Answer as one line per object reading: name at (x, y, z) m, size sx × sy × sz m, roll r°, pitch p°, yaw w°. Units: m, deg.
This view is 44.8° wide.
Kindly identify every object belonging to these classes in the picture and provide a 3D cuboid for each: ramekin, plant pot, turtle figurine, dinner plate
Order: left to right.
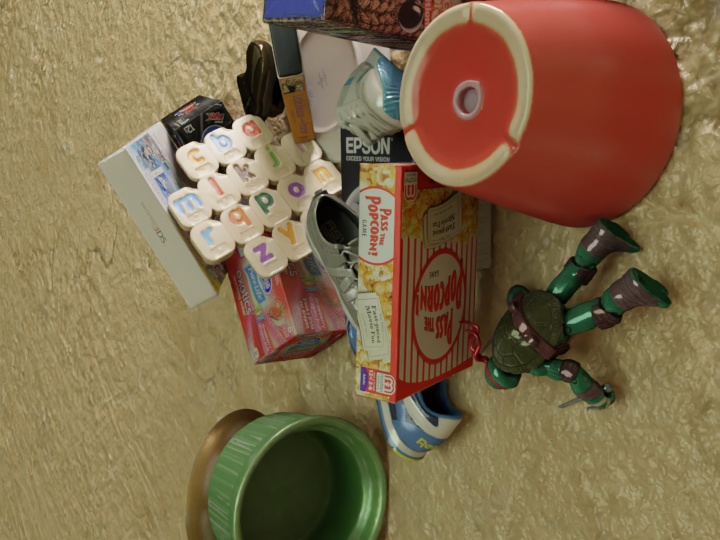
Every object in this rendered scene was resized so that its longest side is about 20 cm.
plant pot at (-0.137, 0.271, 1.059) m, size 0.027 × 0.199 × 0.203 m, roll 1°, pitch 92°, yaw 30°
ramekin at (-0.076, 0.257, 0.988) m, size 0.097 × 0.198 × 0.203 m, roll 5°, pitch 95°, yaw 55°
dinner plate at (-0.038, -0.232, 1.052) m, size 0.199 × 0.024 × 0.203 m, roll 3°, pitch 94°, yaw 49°
plant pot at (0.141, -0.138, 0.737) m, size 0.199 × 0.176 × 0.204 m, roll 3°, pitch 94°, yaw 47°
turtle figurine at (0.172, 0.056, 0.775) m, size 0.200 × 0.100 × 0.151 m, roll -50°, pitch 56°, yaw 30°

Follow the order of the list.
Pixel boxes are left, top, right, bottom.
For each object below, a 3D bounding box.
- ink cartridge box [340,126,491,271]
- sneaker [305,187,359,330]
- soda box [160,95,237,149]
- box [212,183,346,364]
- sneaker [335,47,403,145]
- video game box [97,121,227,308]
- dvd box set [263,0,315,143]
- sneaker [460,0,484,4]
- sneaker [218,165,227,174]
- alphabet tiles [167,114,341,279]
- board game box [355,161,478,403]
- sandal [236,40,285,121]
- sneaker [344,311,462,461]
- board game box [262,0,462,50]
ink cartridge box at (0.054, -0.109, 0.926) m, size 0.197 × 0.043 × 0.203 m, roll 9°, pitch 103°, yaw 48°
sneaker at (0.000, 0.000, 0.902) m, size 0.200 × 0.074 × 0.082 m, roll 48°, pitch 166°, yaw 23°
soda box at (-0.209, -0.183, 1.145) m, size 0.064 × 0.070 × 0.200 m, roll 59°, pitch 171°, yaw -21°
box at (-0.096, 0.001, 1.070) m, size 0.102 × 0.094 × 0.202 m, roll -35°, pitch 66°, yaw 43°
sneaker at (0.021, -0.159, 0.848) m, size 0.081 × 0.076 × 0.200 m, roll -51°, pitch 13°, yaw 12°
video game box at (-0.229, -0.073, 1.079) m, size 0.046 × 0.182 × 0.201 m, roll -28°, pitch 105°, yaw 7°
dvd box set at (-0.081, -0.243, 0.969) m, size 0.200 × 0.029 × 0.148 m, roll 88°, pitch 172°, yaw -79°
sneaker at (0.144, -0.295, 0.804) m, size 0.200 × 0.075 × 0.071 m, roll -44°, pitch 60°, yaw 39°
sneaker at (-0.179, -0.087, 1.201) m, size 0.088 × 0.077 × 0.202 m, roll 30°, pitch 115°, yaw 8°
alphabet tiles at (-0.119, -0.089, 1.019) m, size 0.196 × 0.199 × 0.015 m, roll 52°, pitch 155°, yaw 15°
board game box at (0.054, 0.003, 0.797) m, size 0.046 × 0.151 × 0.203 m, roll 7°, pitch 101°, yaw 33°
sandal at (-0.118, -0.228, 1.091) m, size 0.200 × 0.054 × 0.083 m, roll 131°, pitch 124°, yaw -70°
sneaker at (0.048, 0.096, 0.934) m, size 0.082 × 0.073 × 0.202 m, roll -36°, pitch 70°, yaw 36°
board game box at (0.016, -0.309, 0.854) m, size 0.096 × 0.198 × 0.162 m, roll 16°, pitch 104°, yaw 45°
